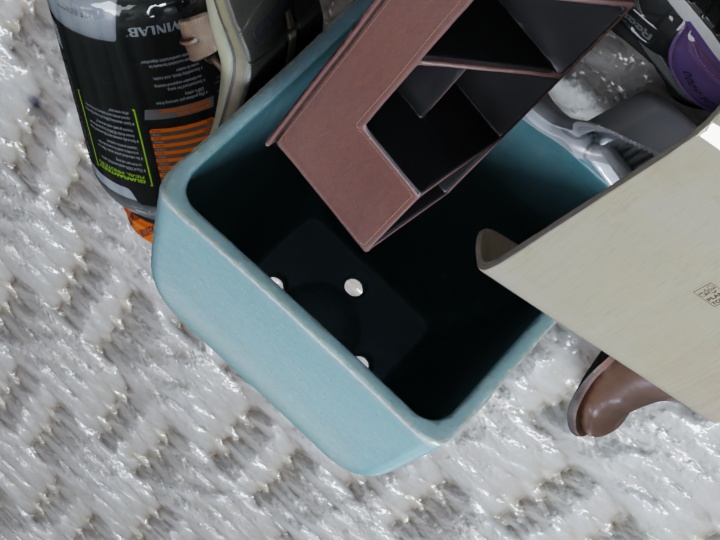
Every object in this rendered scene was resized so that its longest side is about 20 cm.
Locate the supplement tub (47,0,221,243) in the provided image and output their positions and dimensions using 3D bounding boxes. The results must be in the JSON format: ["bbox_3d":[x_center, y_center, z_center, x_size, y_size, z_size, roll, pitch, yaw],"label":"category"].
[{"bbox_3d":[-0.110,-0.116,1.108,0.123,0.123,0.200,24,142,29],"label":"supplement tub"}]

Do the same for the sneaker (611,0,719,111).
[{"bbox_3d":[0.121,-0.152,0.866,0.200,0.076,0.088,52,152,-12],"label":"sneaker"}]

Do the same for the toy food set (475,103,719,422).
[{"bbox_3d":[0.162,-0.013,0.841,0.143,0.060,0.200,33,143,-16],"label":"toy food set"}]

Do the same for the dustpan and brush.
[{"bbox_3d":[0.135,-0.056,0.952,0.200,0.057,0.140,54,-177,36],"label":"dustpan and brush"}]

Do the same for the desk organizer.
[{"bbox_3d":[0.037,-0.092,0.885,0.077,0.072,0.200,51,147,4],"label":"desk organizer"}]

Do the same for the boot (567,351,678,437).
[{"bbox_3d":[0.221,0.088,1.036,0.200,0.064,0.186,30,152,10],"label":"boot"}]

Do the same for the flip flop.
[{"bbox_3d":[-0.066,-0.136,0.982,0.058,0.081,0.200,33,158,17],"label":"flip flop"}]

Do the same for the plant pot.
[{"bbox_3d":[0.000,0.000,1.061,0.196,0.196,0.200,42,152,3],"label":"plant pot"}]
